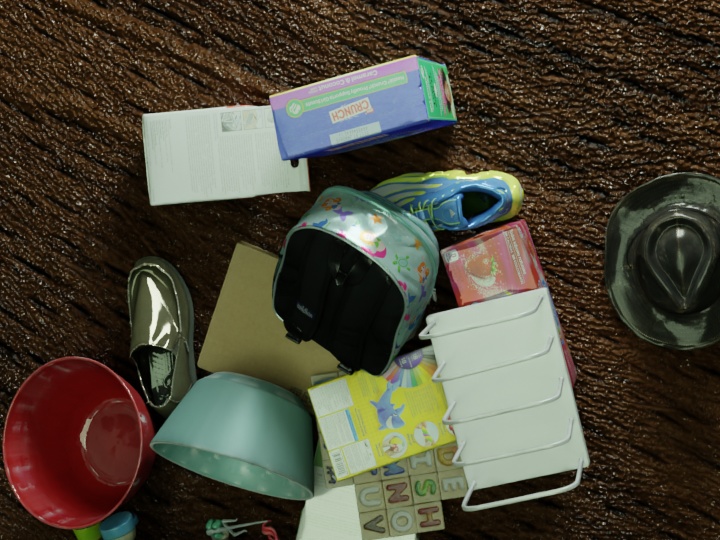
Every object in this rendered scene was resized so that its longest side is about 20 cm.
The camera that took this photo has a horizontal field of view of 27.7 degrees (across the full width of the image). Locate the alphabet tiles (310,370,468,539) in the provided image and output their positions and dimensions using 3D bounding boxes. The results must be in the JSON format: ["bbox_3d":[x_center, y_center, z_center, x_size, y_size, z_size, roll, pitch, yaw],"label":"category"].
[{"bbox_3d":[0.036,0.211,1.717,0.166,0.008,0.202,-9,85,0],"label":"alphabet tiles"}]

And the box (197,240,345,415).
[{"bbox_3d":[-0.082,0.076,1.752,0.199,0.021,0.165,21,100,9],"label":"box"}]

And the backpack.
[{"bbox_3d":[0.000,0.000,1.625,0.177,0.200,0.151,31,60,12],"label":"backpack"}]

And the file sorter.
[{"bbox_3d":[0.152,0.138,1.555,0.138,0.124,0.202,-14,93,13],"label":"file sorter"}]

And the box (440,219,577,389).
[{"bbox_3d":[0.170,0.051,1.655,0.095,0.100,0.201,-18,92,13],"label":"box"}]

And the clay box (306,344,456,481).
[{"bbox_3d":[0.049,0.158,1.693,0.199,0.048,0.116,-18,85,-2],"label":"clay box"}]

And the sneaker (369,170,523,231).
[{"bbox_3d":[0.083,-0.077,1.658,0.198,0.105,0.076,-10,93,12],"label":"sneaker"}]

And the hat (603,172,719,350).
[{"bbox_3d":[0.360,-0.007,1.619,0.199,0.081,0.202,1,96,11],"label":"hat"}]

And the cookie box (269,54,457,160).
[{"bbox_3d":[0.008,-0.178,1.615,0.170,0.200,0.076,-13,93,13],"label":"cookie box"}]

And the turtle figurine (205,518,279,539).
[{"bbox_3d":[-0.153,0.378,1.760,0.199,0.100,0.151,-31,70,30],"label":"turtle figurine"}]

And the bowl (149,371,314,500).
[{"bbox_3d":[-0.135,0.187,1.704,0.199,0.201,0.106,15,72,10],"label":"bowl"}]

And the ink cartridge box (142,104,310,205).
[{"bbox_3d":[-0.155,-0.139,1.732,0.198,0.050,0.110,-4,95,11],"label":"ink cartridge box"}]

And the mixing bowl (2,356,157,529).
[{"bbox_3d":[-0.319,0.208,1.761,0.199,0.108,0.202,-3,83,25],"label":"mixing bowl"}]

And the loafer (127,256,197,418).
[{"bbox_3d":[-0.240,0.080,1.754,0.075,0.070,0.202,-15,83,13],"label":"loafer"}]

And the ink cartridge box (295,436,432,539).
[{"bbox_3d":[0.001,0.299,1.746,0.144,0.048,0.202,11,84,10],"label":"ink cartridge box"}]

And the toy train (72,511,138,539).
[{"bbox_3d":[-0.321,0.351,1.773,0.199,0.084,0.117,-6,107,45],"label":"toy train"}]
